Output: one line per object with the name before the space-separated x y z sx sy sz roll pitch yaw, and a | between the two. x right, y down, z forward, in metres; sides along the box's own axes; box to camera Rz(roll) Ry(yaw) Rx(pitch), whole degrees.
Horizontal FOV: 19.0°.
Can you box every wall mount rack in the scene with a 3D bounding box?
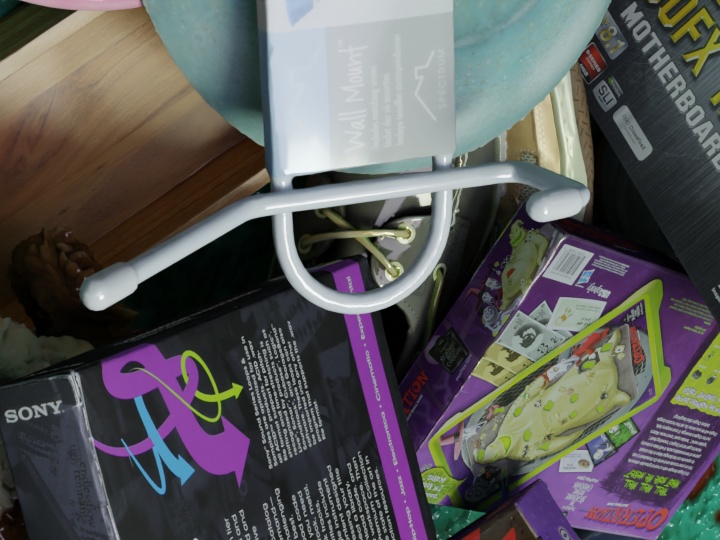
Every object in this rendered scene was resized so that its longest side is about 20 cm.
wall mount rack | -0.015 -0.070 0.650 0.173 0.075 0.201 -10 109 -22

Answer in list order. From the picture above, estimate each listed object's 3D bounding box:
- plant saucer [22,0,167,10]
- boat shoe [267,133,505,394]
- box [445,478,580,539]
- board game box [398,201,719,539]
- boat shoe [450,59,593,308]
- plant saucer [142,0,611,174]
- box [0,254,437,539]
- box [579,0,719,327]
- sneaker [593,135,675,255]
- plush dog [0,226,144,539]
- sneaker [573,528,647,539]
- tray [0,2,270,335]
plant saucer | -0.089 -0.187 0.693 0.200 0.051 0.202 -9 108 -28
boat shoe | 0.003 0.001 0.803 0.060 0.072 0.203 -47 155 -65
box | 0.027 0.191 0.834 0.200 0.039 0.137 -37 86 23
board game box | 0.093 0.046 0.849 0.200 0.032 0.120 17 107 -52
boat shoe | 0.047 -0.023 0.843 0.076 0.072 0.201 -14 117 -13
plant saucer | 0.021 -0.128 0.718 0.200 0.039 0.202 -8 107 -27
box | -0.034 0.082 0.687 0.200 0.036 0.144 -21 98 -65
box | 0.173 -0.065 0.786 0.158 0.201 0.048 -41 150 26
sneaker | 0.196 -0.062 0.901 0.200 0.088 0.075 -35 122 -15
plush dog | -0.147 0.058 0.669 0.171 0.201 0.161 16 144 -17
sneaker | 0.096 0.205 0.954 0.070 0.082 0.201 11 103 -33
tray | -0.121 -0.031 0.757 0.200 0.037 0.099 -36 123 -14
